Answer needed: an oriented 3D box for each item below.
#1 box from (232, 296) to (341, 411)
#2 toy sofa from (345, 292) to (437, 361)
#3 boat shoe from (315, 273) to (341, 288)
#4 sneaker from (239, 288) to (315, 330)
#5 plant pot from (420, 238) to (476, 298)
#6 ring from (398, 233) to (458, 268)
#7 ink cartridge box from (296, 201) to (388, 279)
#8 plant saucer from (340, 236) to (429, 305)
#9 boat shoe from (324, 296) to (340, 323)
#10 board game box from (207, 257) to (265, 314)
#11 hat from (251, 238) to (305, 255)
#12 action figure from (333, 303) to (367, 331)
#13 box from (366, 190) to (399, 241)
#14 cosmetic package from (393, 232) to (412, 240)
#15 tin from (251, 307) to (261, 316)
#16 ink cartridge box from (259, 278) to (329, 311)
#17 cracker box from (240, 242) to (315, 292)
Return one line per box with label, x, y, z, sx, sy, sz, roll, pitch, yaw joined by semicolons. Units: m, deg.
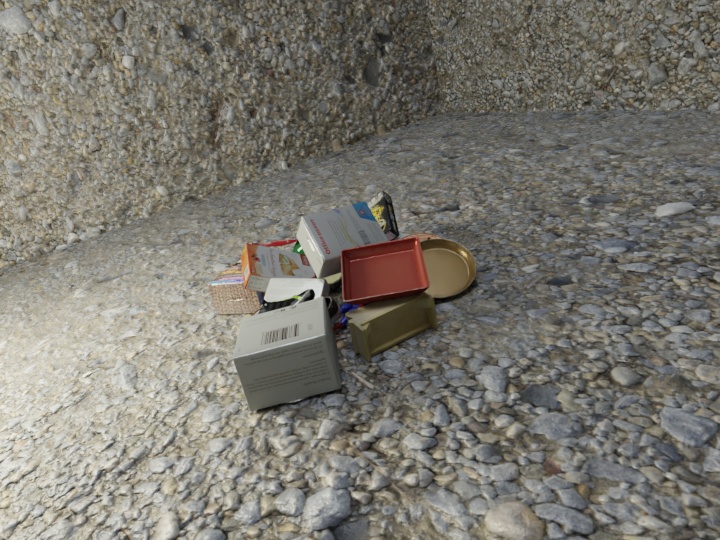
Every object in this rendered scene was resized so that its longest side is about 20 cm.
box;-0.152;0.172;1.297;0.195;0.133;0.201;-14;20;0
toy sofa;0.068;0.115;1.368;0.197;0.084;0.097;-23;26;-22
boat shoe;-0.090;0.017;1.727;0.073;0.064;0.201;-35;22;-14
sneaker;-0.200;0.093;1.452;0.199;0.083;0.072;-37;-12;-12
plant pot;0.198;-0.001;1.562;0.196;0.028;0.203;-4;48;4
ring;0.161;-0.016;1.614;0.196;0.019;0.203;-3;53;4
ink cartridge box;-0.049;-0.081;1.576;0.197;0.085;0.146;-15;62;-29
plant saucer;0.055;0.006;1.423;0.195;0.037;0.202;-10;36;3
boat shoe;-0.137;0.127;1.425;0.198;0.067;0.070;-30;51;-5
board game box;-0.319;0.037;1.783;0.156;0.099;0.200;-4;23;24
hat;-0.185;-0.051;1.814;0.174;0.169;0.199;-24;6;-34
action figure;-0.016;0.092;1.522;0.065;0.053;0.198;27;40;37
box;0.020;-0.118;1.816;0.199;0.049;0.163;-36;42;30
cosmetic package;0.104;-0.066;1.800;0.050;0.084;0.198;-26;24;-31
tin;-0.193;0.116;1.597;0.196;0.043;0.112;-13;26;3
ink cartridge box;-0.175;0.112;1.523;0.157;0.048;0.203;1;56;19
cracker box;-0.225;0.003;1.685;0.197;0.058;0.135;12;36;-26
